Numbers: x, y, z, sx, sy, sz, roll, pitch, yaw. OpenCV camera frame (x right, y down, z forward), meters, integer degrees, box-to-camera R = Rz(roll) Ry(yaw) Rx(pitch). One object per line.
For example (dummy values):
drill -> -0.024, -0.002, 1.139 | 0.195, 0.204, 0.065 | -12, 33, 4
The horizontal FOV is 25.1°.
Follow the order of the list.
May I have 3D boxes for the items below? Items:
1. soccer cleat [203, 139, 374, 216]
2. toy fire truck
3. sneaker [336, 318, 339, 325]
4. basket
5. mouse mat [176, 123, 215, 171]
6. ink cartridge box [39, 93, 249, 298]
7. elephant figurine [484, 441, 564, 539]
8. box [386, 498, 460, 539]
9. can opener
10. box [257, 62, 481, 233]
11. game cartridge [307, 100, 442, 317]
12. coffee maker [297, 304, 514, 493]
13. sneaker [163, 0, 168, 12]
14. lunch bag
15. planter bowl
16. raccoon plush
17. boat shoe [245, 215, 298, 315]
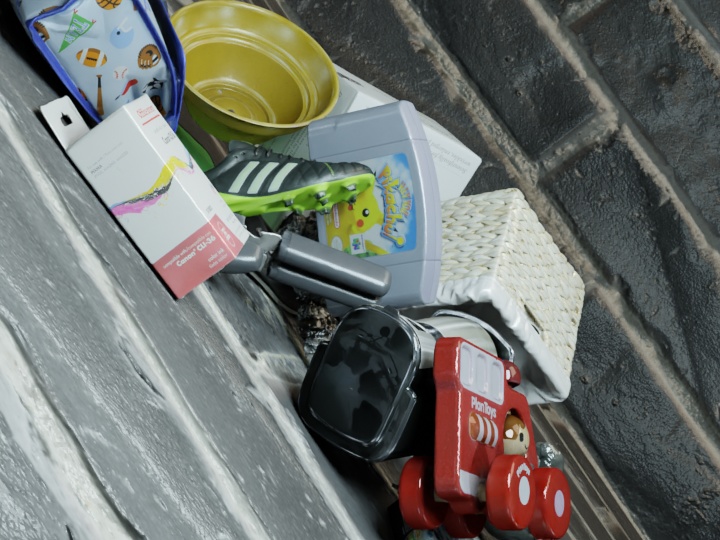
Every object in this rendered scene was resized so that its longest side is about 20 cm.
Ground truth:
soccer cleat -> -0.087, -0.091, 1.560 | 0.068, 0.198, 0.082 | 93, -13, -71
toy fire truck -> 0.119, 0.158, 1.486 | 0.200, 0.111, 0.170 | 26, 64, -58
sneaker -> 0.018, 0.086, 1.879 | 0.200, 0.075, 0.115 | 48, 9, -7
basket -> 0.118, 0.035, 1.753 | 0.198, 0.199, 0.162 | 51, 45, -37
mouse mat -> -0.175, -0.103, 1.768 | 0.161, 0.008, 0.201 | 44, 12, -52
ink cartridge box -> -0.185, -0.083, 1.405 | 0.201, 0.067, 0.117 | 53, 8, -8
elephant figurine -> 0.137, 0.224, 1.859 | 0.154, 0.142, 0.200 | 11, -24, 47
box -> 0.088, 0.303, 1.495 | 0.137, 0.040, 0.200 | 50, 9, -19
can opener -> -0.070, 0.001, 1.529 | 0.198, 0.054, 0.067 | 20, 46, -8
box -> -0.007, -0.105, 1.846 | 0.198, 0.201, 0.131 | 25, 13, -35
game cartridge -> 0.016, -0.061, 1.596 | 0.040, 0.132, 0.202 | 0, 82, -60
coffee maker -> 0.044, 0.131, 1.546 | 0.199, 0.134, 0.194 | 5, 86, -58
sneaker -> -0.269, -0.291, 1.692 | 0.203, 0.076, 0.147 | 61, 16, -23
lunch bag -> -0.242, -0.228, 1.509 | 0.171, 0.123, 0.201 | 60, -2, 43
planter bowl -> -0.129, -0.196, 1.747 | 0.199, 0.084, 0.201 | 16, 42, -15
raccoon plush -> 0.000, 0.000, 1.679 | 0.097, 0.133, 0.202 | 4, 72, -73
boat shoe -> -0.088, -0.011, 1.712 | 0.200, 0.057, 0.067 | 43, 13, -53
